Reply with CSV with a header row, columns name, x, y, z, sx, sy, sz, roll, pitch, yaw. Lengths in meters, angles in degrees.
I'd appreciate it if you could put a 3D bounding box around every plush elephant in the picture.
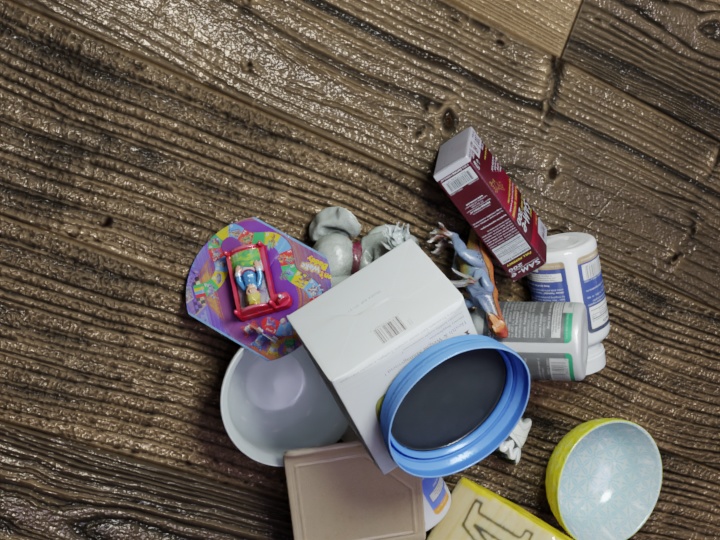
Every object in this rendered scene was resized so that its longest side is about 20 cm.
name,x,y,z,sx,sy,sz,roll,pitch,yaw
plush elephant,0.000,0.000,1.573,0.200,0.154,0.165,74,23,-54

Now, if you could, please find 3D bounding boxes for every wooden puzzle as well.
name,x,y,z,sx,sy,sz,roll,pitch,yaw
wooden puzzle,-0.006,0.308,1.577,0.184,0.037,0.201,-8,119,-6

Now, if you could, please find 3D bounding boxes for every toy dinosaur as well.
name,x,y,z,sx,sy,sz,roll,pitch,yaw
toy dinosaur,0.169,0.009,1.612,0.200,0.105,0.181,-38,67,-17

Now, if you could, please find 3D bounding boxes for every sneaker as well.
name,x,y,z,sx,sy,sz,roll,pitch,yaw
sneaker,0.186,0.207,1.730,0.200,0.075,0.081,46,72,-30

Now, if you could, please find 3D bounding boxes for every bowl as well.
name,x,y,z,sx,sy,sz,roll,pitch,yaw
bowl,0.114,0.165,1.411,0.200,0.039,0.201,-16,129,-20
bowl,-0.108,0.159,1.578,0.200,0.090,0.202,-5,101,-23
bowl,0.359,0.319,1.797,0.199,0.108,0.201,-4,99,-25

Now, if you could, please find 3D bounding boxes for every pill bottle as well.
name,x,y,z,sx,sy,sz,roll,pitch,yaw
pill bottle,0.222,0.100,1.652,0.199,0.113,0.114,1,101,17
pill bottle,0.314,0.052,1.731,0.111,0.111,0.201,-17,106,-20
pill bottle,0.041,0.275,1.651,0.112,0.112,0.201,-34,110,-14

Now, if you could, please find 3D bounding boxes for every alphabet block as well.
name,x,y,z,sx,sy,sz,roll,pitch,yaw
alphabet block,0.209,0.451,1.683,0.195,0.196,0.201,33,85,-48

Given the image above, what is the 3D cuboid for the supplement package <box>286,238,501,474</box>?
name,x,y,z,sx,sy,sz,roll,pitch,yaw
supplement package,0.047,0.111,1.461,0.191,0.147,0.200,-32,132,-6

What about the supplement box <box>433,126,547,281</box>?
name,x,y,z,sx,sy,sz,roll,pitch,yaw
supplement box,0.189,-0.095,1.641,0.061,0.109,0.200,-30,111,24

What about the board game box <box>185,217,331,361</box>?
name,x,y,z,sx,sy,sz,roll,pitch,yaw
board game box,-0.137,0.016,1.501,0.199,0.039,0.158,29,81,17
